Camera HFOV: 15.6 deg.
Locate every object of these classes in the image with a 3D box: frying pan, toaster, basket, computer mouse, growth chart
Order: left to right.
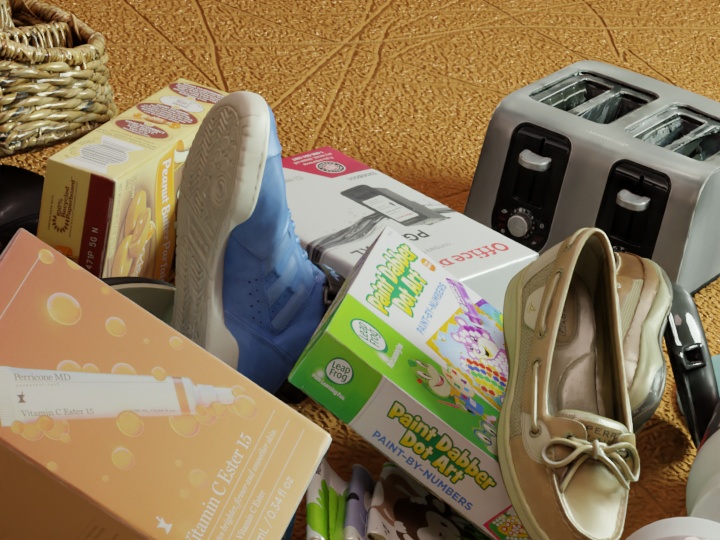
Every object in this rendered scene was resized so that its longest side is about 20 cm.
[{"bbox_3d":[-0.268,-0.034,1.774,0.138,0.053,0.199,29,30,37],"label":"computer mouse"},{"bbox_3d":[-0.258,-0.151,1.827,0.142,0.150,0.200,-10,3,21],"label":"basket"},{"bbox_3d":[0.051,0.157,1.483,0.199,0.018,0.145,22,24,-17],"label":"growth chart"},{"bbox_3d":[0.201,-0.063,1.960,0.180,0.119,0.200,24,27,24],"label":"toaster"},{"bbox_3d":[0.205,0.042,1.672,0.031,0.190,0.116,-14,63,3],"label":"frying pan"}]

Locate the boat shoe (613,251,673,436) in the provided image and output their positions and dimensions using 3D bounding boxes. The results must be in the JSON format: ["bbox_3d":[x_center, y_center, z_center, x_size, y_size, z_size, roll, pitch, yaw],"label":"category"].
[{"bbox_3d":[0.144,0.035,1.612,0.074,0.076,0.200,29,23,-8],"label":"boat shoe"}]

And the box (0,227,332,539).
[{"bbox_3d":[-0.136,0.096,1.363,0.199,0.098,0.125,34,47,-7],"label":"box"}]

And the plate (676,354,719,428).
[{"bbox_3d":[0.313,0.094,1.778,0.199,0.026,0.200,8,25,-4],"label":"plate"}]

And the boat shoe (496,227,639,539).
[{"bbox_3d":[0.122,0.071,1.472,0.073,0.063,0.202,19,51,-23],"label":"boat shoe"}]

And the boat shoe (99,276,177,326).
[{"bbox_3d":[-0.198,0.032,1.631,0.200,0.074,0.063,-12,40,-33],"label":"boat shoe"}]

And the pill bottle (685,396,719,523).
[{"bbox_3d":[0.258,0.123,1.577,0.115,0.117,0.200,16,24,12],"label":"pill bottle"}]

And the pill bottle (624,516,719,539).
[{"bbox_3d":[0.164,0.214,1.341,0.114,0.115,0.200,13,24,4],"label":"pill bottle"}]

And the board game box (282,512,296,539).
[{"bbox_3d":[-0.168,0.105,1.509,0.195,0.056,0.200,-7,30,-35],"label":"board game box"}]

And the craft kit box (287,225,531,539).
[{"bbox_3d":[0.064,0.075,1.558,0.197,0.049,0.200,35,21,-2],"label":"craft kit box"}]

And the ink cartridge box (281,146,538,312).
[{"bbox_3d":[0.000,0.000,1.776,0.199,0.084,0.145,27,29,33],"label":"ink cartridge box"}]

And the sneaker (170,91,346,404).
[{"bbox_3d":[-0.053,-0.011,1.643,0.111,0.201,0.077,1,9,-33],"label":"sneaker"}]

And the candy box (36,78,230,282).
[{"bbox_3d":[-0.150,-0.045,1.771,0.055,0.116,0.200,19,25,17],"label":"candy box"}]
